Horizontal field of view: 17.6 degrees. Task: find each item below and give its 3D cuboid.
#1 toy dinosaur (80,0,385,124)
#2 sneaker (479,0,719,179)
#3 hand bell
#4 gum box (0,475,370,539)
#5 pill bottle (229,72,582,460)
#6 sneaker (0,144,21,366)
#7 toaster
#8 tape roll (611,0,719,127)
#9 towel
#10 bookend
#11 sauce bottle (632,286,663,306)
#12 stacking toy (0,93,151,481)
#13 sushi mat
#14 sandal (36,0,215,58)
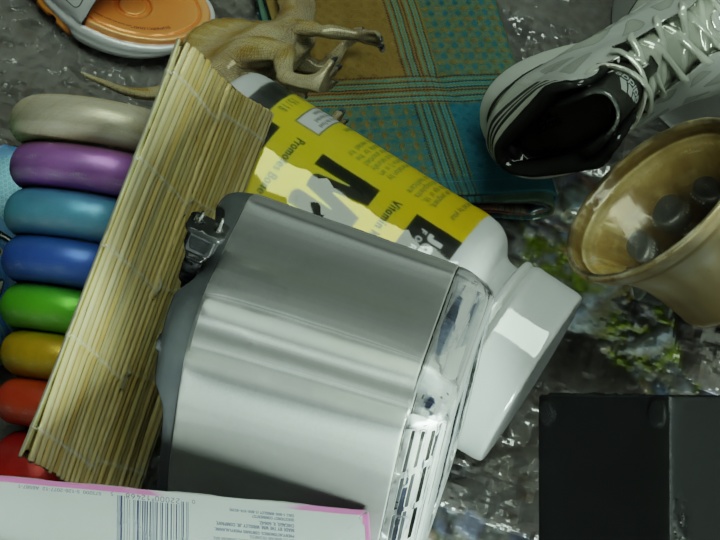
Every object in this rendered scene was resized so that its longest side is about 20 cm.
[{"bbox_3d":[-0.055,-0.106,1.229,0.101,0.058,0.200,25,39,23],"label":"toy dinosaur"},{"bbox_3d":[0.154,-0.100,1.186,0.076,0.200,0.115,57,11,-15],"label":"sneaker"},{"bbox_3d":[0.205,0.028,1.172,0.200,0.104,0.104,45,45,-25],"label":"hand bell"},{"bbox_3d":[-0.093,0.150,0.993,0.200,0.114,0.066,7,52,-12],"label":"gum box"},{"bbox_3d":[0.000,0.000,1.139,0.200,0.114,0.114,32,51,8],"label":"pill bottle"},{"bbox_3d":[-0.188,0.011,1.086,0.078,0.090,0.200,22,49,0],"label":"sneaker"},{"bbox_3d":[-0.019,0.053,1.030,0.129,0.200,0.114,16,45,6],"label":"toaster"},{"bbox_3d":[0.260,-0.167,1.337,0.202,0.139,0.203,8,52,-11],"label":"tape roll"},{"bbox_3d":[0.020,-0.109,1.292,0.146,0.022,0.200,-1,53,-18],"label":"towel"},{"bbox_3d":[0.186,0.154,1.064,0.200,0.092,0.199,1,87,-34],"label":"bookend"},{"bbox_3d":[0.244,0.014,1.241,0.200,0.066,0.066,11,51,-7],"label":"sauce bottle"},{"bbox_3d":[-0.132,0.025,1.060,0.085,0.085,0.200,10,83,-10],"label":"stacking toy"},{"bbox_3d":[-0.093,0.003,1.038,0.012,0.096,0.200,14,77,25],"label":"sushi mat"},{"bbox_3d":[-0.164,-0.195,1.272,0.207,0.059,0.079,41,52,14],"label":"sandal"}]
